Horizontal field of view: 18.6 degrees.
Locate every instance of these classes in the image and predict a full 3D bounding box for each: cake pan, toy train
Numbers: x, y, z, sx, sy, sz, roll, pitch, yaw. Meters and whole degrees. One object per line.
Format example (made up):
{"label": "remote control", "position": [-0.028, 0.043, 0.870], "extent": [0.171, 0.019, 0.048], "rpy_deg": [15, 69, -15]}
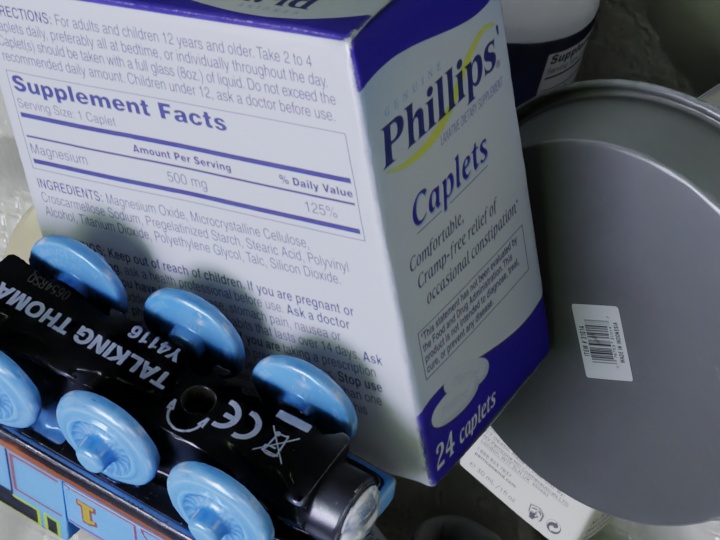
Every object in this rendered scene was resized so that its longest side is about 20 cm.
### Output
{"label": "cake pan", "position": [0.111, 0.021, 0.906], "extent": [0.200, 0.037, 0.200], "rpy_deg": [21, 125, 32]}
{"label": "toy train", "position": [-0.081, 0.066, 0.861], "extent": [0.200, 0.087, 0.114], "rpy_deg": [27, 146, 18]}

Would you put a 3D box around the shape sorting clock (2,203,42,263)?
{"label": "shape sorting clock", "position": [-0.096, 0.037, 1.120], "extent": [0.200, 0.039, 0.200], "rpy_deg": [8, 116, 17]}

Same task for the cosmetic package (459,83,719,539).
{"label": "cosmetic package", "position": [0.129, 0.023, 0.991], "extent": [0.071, 0.105, 0.200], "rpy_deg": [39, 135, 18]}

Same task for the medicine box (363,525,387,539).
{"label": "medicine box", "position": [-0.062, 0.206, 1.057], "extent": [0.200, 0.103, 0.182], "rpy_deg": [-43, 81, 14]}

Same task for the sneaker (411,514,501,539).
{"label": "sneaker", "position": [0.056, 0.205, 1.114], "extent": [0.201, 0.073, 0.114], "rpy_deg": [-115, 22, -54]}

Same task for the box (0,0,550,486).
{"label": "box", "position": [-0.034, -0.039, 0.877], "extent": [0.184, 0.105, 0.200], "rpy_deg": [13, 129, 33]}

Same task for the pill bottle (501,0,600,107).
{"label": "pill bottle", "position": [0.043, -0.105, 0.995], "extent": [0.116, 0.116, 0.200], "rpy_deg": [35, 131, 25]}
